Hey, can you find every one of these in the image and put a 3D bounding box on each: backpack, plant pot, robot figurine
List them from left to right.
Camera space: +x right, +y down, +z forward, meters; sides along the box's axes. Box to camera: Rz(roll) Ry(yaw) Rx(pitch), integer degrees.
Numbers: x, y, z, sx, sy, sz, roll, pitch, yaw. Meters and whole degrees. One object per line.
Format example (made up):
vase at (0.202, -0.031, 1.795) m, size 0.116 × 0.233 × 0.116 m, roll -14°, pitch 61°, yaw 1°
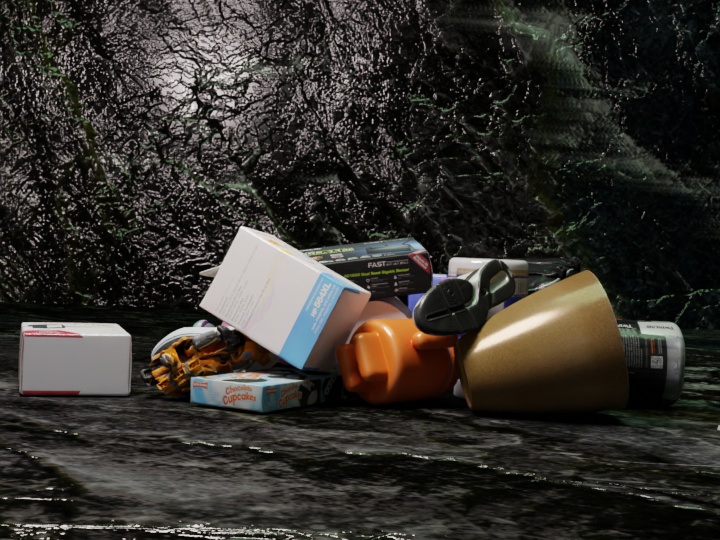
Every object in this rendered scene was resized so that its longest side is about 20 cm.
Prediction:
robot figurine at (-0.208, 0.125, 1.641) m, size 0.144 × 0.059 × 0.199 m, roll -33°, pitch -13°, yaw 21°
robot figurine at (0.059, 0.124, 1.662) m, size 0.198 × 0.146 × 0.116 m, roll 1°, pitch 26°, yaw -40°
backpack at (0.242, 0.053, 1.906) m, size 0.197 × 0.153 × 0.177 m, roll 5°, pitch 15°, yaw 27°
plant pot at (0.230, 0.116, 1.596) m, size 0.197 × 0.189 × 0.186 m, roll -15°, pitch 2°, yaw -2°

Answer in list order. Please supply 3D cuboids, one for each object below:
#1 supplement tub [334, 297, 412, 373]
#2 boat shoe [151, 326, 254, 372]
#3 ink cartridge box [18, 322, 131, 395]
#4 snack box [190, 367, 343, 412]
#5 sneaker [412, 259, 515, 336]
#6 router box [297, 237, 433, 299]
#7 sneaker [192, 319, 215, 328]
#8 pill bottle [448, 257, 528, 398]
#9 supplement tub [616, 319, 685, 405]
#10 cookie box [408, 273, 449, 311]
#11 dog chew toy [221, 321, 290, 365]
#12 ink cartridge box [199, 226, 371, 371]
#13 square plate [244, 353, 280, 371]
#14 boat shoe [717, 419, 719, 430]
supplement tub at (0.018, 0.104, 1.847) m, size 0.143 × 0.147 × 0.200 m, roll 2°, pitch 1°, yaw -1°
boat shoe at (-0.242, 0.129, 1.834) m, size 0.198 × 0.073 × 0.071 m, roll -14°, pitch 27°, yaw 25°
ink cartridge box at (-0.399, 0.120, 1.669) m, size 0.144 × 0.084 × 0.200 m, roll 2°, pitch 2°, yaw -17°
snack box at (-0.121, 0.157, 1.598) m, size 0.115 × 0.038 × 0.199 m, roll 3°, pitch 1°, yaw 30°
sneaker at (0.115, 0.054, 1.619) m, size 0.115 × 0.076 × 0.199 m, roll -29°, pitch -4°, yaw 44°
router box at (0.000, 0.000, 1.795) m, size 0.197 × 0.063 × 0.150 m, roll -6°, pitch 10°, yaw -6°
sneaker at (-0.253, 0.137, 1.998) m, size 0.086 × 0.075 × 0.200 m, roll 19°, pitch 10°, yaw 4°
pill bottle at (0.184, 0.084, 1.764) m, size 0.118 × 0.203 × 0.120 m, roll 3°, pitch 1°, yaw 0°
supplement tub at (0.364, 0.132, 1.762) m, size 0.197 × 0.124 × 0.123 m, roll 3°, pitch 1°, yaw 0°
cookie box at (0.119, 0.093, 2.043) m, size 0.074 × 0.174 × 0.200 m, roll 0°, pitch 2°, yaw 4°
dog chew toy at (-0.163, 0.107, 2.131) m, size 0.198 × 0.127 × 0.124 m, roll -5°, pitch -3°, yaw 28°
ink cartridge box at (-0.111, 0.034, 1.645) m, size 0.199 × 0.126 × 0.128 m, roll 30°, pitch 4°, yaw 17°
square plate at (-0.100, 0.093, 1.905) m, size 0.200 × 0.028 × 0.198 m, roll -42°, pitch 3°, yaw 13°
boat shoe at (0.530, 0.176, 1.450) m, size 0.197 × 0.063 × 0.075 m, roll 2°, pitch 3°, yaw 5°
